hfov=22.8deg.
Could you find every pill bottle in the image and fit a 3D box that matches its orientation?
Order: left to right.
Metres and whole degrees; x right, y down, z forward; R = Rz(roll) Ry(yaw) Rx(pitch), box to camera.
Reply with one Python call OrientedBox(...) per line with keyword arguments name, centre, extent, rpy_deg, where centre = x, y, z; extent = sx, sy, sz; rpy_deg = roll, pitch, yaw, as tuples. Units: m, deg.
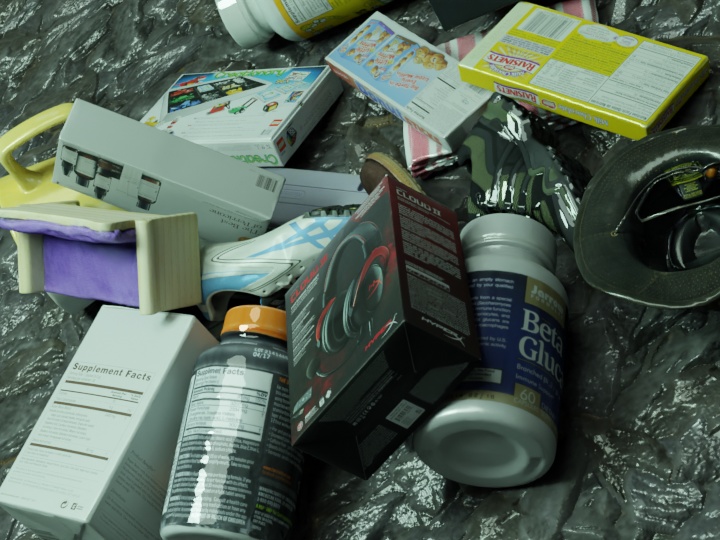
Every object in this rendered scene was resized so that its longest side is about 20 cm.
OrientedBox(name="pill bottle", centre=(-0.094, 0.132, 1.462), extent=(0.106, 0.106, 0.201), rpy_deg=(-4, 63, 32))
OrientedBox(name="pill bottle", centre=(-0.044, -0.300, 1.808), extent=(0.199, 0.113, 0.113), rpy_deg=(-21, 46, 19))
OrientedBox(name="pill bottle", centre=(0.106, 0.058, 1.403), extent=(0.111, 0.111, 0.201), rpy_deg=(-11, 50, 27))

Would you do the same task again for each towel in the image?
OrientedBox(name="towel", centre=(0.132, -0.169, 1.641), extent=(0.199, 0.030, 0.147), rpy_deg=(-17, 47, 19))

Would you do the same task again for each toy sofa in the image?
OrientedBox(name="toy sofa", centre=(-0.235, -0.012, 1.563), extent=(0.199, 0.097, 0.083), rpy_deg=(7, 102, 46))

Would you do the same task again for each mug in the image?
OrientedBox(name="mug", centre=(-0.251, -0.062, 1.712), extent=(0.153, 0.187, 0.150), rpy_deg=(-28, 74, 4))

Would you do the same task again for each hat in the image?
OrientedBox(name="hat", centre=(0.260, -0.024, 1.390), extent=(0.200, 0.081, 0.201), rpy_deg=(-18, 39, 15))

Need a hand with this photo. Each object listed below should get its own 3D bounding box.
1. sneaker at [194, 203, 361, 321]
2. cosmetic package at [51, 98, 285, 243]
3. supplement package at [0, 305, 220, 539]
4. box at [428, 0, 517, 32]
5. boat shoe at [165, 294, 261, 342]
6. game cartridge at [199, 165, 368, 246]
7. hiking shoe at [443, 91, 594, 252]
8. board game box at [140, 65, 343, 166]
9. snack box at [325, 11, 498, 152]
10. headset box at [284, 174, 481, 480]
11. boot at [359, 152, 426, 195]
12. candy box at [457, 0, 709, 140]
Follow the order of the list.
OrientedBox(name="sneaker", centre=(-0.057, -0.010, 1.532), extent=(0.199, 0.072, 0.073), rpy_deg=(-19, 89, 23))
OrientedBox(name="cosmetic package", centre=(-0.174, -0.080, 1.606), extent=(0.199, 0.083, 0.051), rpy_deg=(20, 62, -4))
OrientedBox(name="supplement package", centre=(-0.194, 0.148, 1.530), extent=(0.119, 0.121, 0.201), rpy_deg=(5, 57, 39))
OrientedBox(name="box", centre=(0.131, -0.325, 1.696), extent=(0.141, 0.079, 0.200), rpy_deg=(-23, 28, 20))
OrientedBox(name="boat shoe", centre=(-0.153, 0.051, 1.623), extent=(0.199, 0.066, 0.070), rpy_deg=(2, 57, 36))
OrientedBox(name="game cartridge", centre=(-0.076, -0.036, 1.668), extent=(0.199, 0.038, 0.130), rpy_deg=(8, 64, 39))
OrientedBox(name="hiking shoe", centre=(0.145, -0.060, 1.518), extent=(0.101, 0.076, 0.200), rpy_deg=(-51, 42, 19))
OrientedBox(name="board game box", centre=(-0.130, -0.152, 1.778), extent=(0.199, 0.035, 0.126), rpy_deg=(2, 40, 36))
OrientedBox(name="snack box", centre=(0.048, -0.178, 1.660), extent=(0.072, 0.024, 0.200), rpy_deg=(-43, 44, -8))
OrientedBox(name="headset box", centre=(0.012, 0.036, 1.385), extent=(0.149, 0.075, 0.201), rpy_deg=(-48, 28, 30))
OrientedBox(name="boot", centre=(0.000, 0.000, 1.545), extent=(0.166, 0.072, 0.200), rpy_deg=(-34, 51, 0))
OrientedBox(name="candy box", centre=(0.193, -0.176, 1.563), extent=(0.199, 0.026, 0.102), rpy_deg=(24, 58, 34))
